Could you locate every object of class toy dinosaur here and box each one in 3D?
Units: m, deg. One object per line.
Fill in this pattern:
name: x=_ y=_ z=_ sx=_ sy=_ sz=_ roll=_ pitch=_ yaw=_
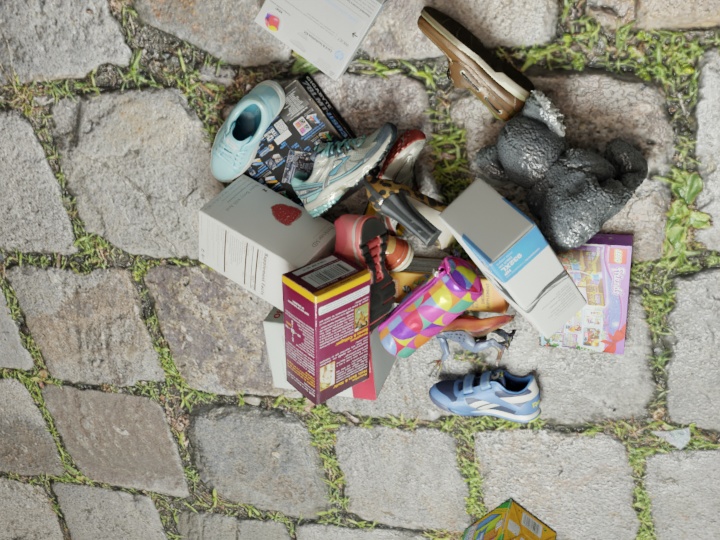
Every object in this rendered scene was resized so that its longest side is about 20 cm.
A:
toy dinosaur: x=0.164 y=0.085 z=1.331 sx=0.181 sy=0.105 sz=0.201 roll=24 pitch=136 yaw=18

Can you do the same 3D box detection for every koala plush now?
koala plush: x=0.269 y=-0.141 z=1.127 sx=0.200 sy=0.184 sz=0.177 roll=47 pitch=125 yaw=1

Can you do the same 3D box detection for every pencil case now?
pencil case: x=0.107 y=0.057 z=1.276 sx=0.088 sy=0.088 sz=0.200 roll=39 pitch=125 yaw=-5

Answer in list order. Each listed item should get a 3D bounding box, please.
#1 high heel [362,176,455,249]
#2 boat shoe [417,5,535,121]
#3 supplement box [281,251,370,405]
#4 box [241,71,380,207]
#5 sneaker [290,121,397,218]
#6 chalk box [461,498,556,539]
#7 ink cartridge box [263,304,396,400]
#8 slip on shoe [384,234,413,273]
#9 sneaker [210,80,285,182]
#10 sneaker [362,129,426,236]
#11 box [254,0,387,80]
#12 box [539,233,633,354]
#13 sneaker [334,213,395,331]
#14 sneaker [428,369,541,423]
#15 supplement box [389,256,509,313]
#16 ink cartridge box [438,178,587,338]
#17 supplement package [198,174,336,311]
high heel: x=0.088 y=-0.099 z=1.225 sx=0.142 sy=0.200 sz=0.072 roll=42 pitch=109 yaw=15
boat shoe: x=0.151 y=-0.287 z=1.134 sx=0.200 sy=0.072 sz=0.068 roll=39 pitch=125 yaw=-4
supplement box: x=-0.051 y=0.089 z=1.229 sx=0.085 sy=0.110 sz=0.201 roll=30 pitch=131 yaw=40
box: x=-0.102 y=-0.185 z=1.310 sx=0.199 sy=0.050 sz=0.199 roll=-31 pitch=106 yaw=33
sneaker: x=-0.031 y=-0.166 z=1.221 sx=0.200 sy=0.078 sz=0.086 roll=-39 pitch=98 yaw=26
chalk box: x=0.269 y=0.571 z=1.578 sx=0.125 sy=0.124 sz=0.200 roll=38 pitch=126 yaw=-3
ink cartridge box: x=-0.050 y=0.120 z=1.415 sx=0.198 sy=0.146 sz=0.146 roll=4 pitch=121 yaw=18
slip on shoe: x=-0.002 y=-0.018 z=1.340 sx=0.061 sy=0.075 sz=0.199 roll=30 pitch=149 yaw=-36
sneaker: x=-0.194 y=-0.210 z=1.254 sx=0.074 sy=0.082 sz=0.200 roll=36 pitch=125 yaw=0
sneaker: x=0.066 y=-0.136 z=1.267 sx=0.082 sy=0.078 sz=0.201 roll=22 pitch=133 yaw=-1
box: x=-0.045 y=-0.402 z=1.161 sx=0.155 sy=0.041 sz=0.200 roll=35 pitch=125 yaw=-2
box: x=0.355 y=0.036 z=1.272 sx=0.136 sy=0.039 sz=0.201 roll=5 pitch=121 yaw=19
sneaker: x=0.000 y=0.000 z=1.269 sx=0.086 sy=0.074 sz=0.202 roll=20 pitch=124 yaw=42
sneaker: x=0.220 y=0.210 z=1.414 sx=0.198 sy=0.074 sz=0.083 roll=3 pitch=119 yaw=11
supplement box: x=0.148 y=0.023 z=1.328 sx=0.199 sy=0.069 sz=0.067 roll=5 pitch=119 yaw=21
ink cartridge box: x=0.218 y=-0.015 z=1.141 sx=0.084 sy=0.145 sz=0.200 roll=-43 pitch=131 yaw=2
supplement package: x=-0.149 y=-0.042 z=1.305 sx=0.199 sy=0.121 sz=0.120 roll=29 pitch=138 yaw=15
